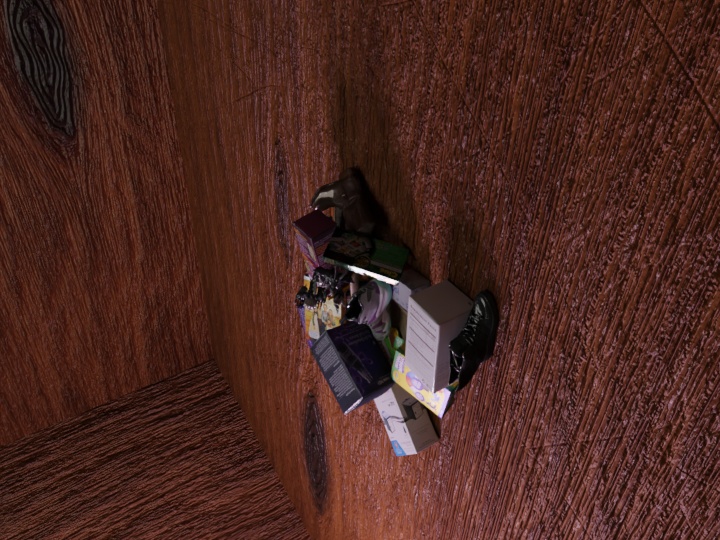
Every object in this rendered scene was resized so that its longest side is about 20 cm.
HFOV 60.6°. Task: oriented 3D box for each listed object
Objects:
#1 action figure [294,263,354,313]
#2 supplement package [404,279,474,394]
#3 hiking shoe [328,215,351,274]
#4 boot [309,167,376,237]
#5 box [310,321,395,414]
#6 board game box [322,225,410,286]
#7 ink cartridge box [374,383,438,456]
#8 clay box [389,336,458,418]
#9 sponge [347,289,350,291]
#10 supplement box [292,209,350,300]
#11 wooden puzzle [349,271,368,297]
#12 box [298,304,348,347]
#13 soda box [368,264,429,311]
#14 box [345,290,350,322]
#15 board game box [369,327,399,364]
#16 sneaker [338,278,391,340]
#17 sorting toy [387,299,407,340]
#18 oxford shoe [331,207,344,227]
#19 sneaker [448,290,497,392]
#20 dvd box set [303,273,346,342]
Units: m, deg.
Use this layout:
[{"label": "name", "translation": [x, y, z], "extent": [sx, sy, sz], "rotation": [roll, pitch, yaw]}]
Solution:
[{"label": "action figure", "translation": [-0.087, 0.054, 1.517], "extent": [0.199, 0.115, 0.106], "rotation": [146, 130, -58]}, {"label": "supplement package", "translation": [0.179, 0.149, 1.390], "extent": [0.117, 0.114, 0.205], "rotation": [43, 142, 44]}, {"label": "hiking shoe", "translation": [-0.068, -0.054, 1.781], "extent": [0.087, 0.072, 0.207], "rotation": [-129, 25, -76]}, {"label": "boot", "translation": [-0.048, -0.138, 1.607], "extent": [0.185, 0.063, 0.205], "rotation": [-38, 58, 33]}, {"label": "box", "translation": [-0.017, 0.248, 1.630], "extent": [0.203, 0.146, 0.105], "rotation": [58, 134, 16]}, {"label": "board game box", "translation": [0.014, -0.037, 1.494], "extent": [0.194, 0.106, 0.024], "rotation": [19, 141, 9]}, {"label": "ink cartridge box", "translation": [0.120, 0.399, 1.716], "extent": [0.205, 0.084, 0.146], "rotation": [66, 154, 9]}, {"label": "clay box", "translation": [0.147, 0.265, 1.547], "extent": [0.197, 0.047, 0.117], "rotation": [34, 139, 23]}, {"label": "sponge", "translation": [-0.085, 0.034, 1.853], "extent": [0.030, 0.109, 0.207], "rotation": [-2, 106, 60]}, {"label": "supplement box", "translation": [-0.099, -0.042, 1.632], "extent": [0.110, 0.084, 0.205], "rotation": [39, 151, 48]}, {"label": "wooden puzzle", "translation": [0.000, 0.000, 1.639], "extent": [0.188, 0.044, 0.205], "rotation": [87, -176, -49]}, {"label": "box", "translation": [-0.108, 0.163, 1.980], "extent": [0.199, 0.102, 0.153], "rotation": [-13, 95, 65]}, {"label": "soda box", "translation": [0.093, 0.024, 1.540], "extent": [0.199, 0.062, 0.070], "rotation": [38, 139, 50]}, {"label": "box", "translation": [0.018, 0.157, 1.774], "extent": [0.099, 0.073, 0.207], "rotation": [1, 106, 62]}, {"label": "board game box", "translation": [0.038, 0.210, 1.689], "extent": [0.196, 0.030, 0.099], "rotation": [-11, 99, 46]}, {"label": "sneaker", "translation": [0.006, 0.115, 1.548], "extent": [0.078, 0.137, 0.205], "rotation": [42, 146, 42]}, {"label": "sorting toy", "translation": [0.115, 0.161, 1.629], "extent": [0.185, 0.036, 0.205], "rotation": [44, 148, 44]}, {"label": "oxford shoe", "translation": [-0.044, -0.107, 1.695], "extent": [0.072, 0.069, 0.208], "rotation": [13, 109, 62]}, {"label": "sneaker", "translation": [0.231, 0.149, 1.299], "extent": [0.060, 0.102, 0.206], "rotation": [36, 138, 49]}, {"label": "dvd box set", "translation": [-0.103, 0.122, 1.805], "extent": [0.143, 0.029, 0.207], "rotation": [15, 115, 33]}]
